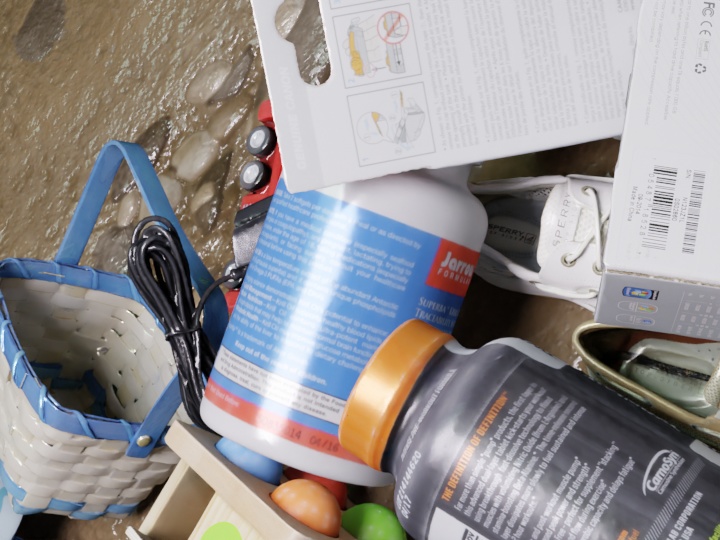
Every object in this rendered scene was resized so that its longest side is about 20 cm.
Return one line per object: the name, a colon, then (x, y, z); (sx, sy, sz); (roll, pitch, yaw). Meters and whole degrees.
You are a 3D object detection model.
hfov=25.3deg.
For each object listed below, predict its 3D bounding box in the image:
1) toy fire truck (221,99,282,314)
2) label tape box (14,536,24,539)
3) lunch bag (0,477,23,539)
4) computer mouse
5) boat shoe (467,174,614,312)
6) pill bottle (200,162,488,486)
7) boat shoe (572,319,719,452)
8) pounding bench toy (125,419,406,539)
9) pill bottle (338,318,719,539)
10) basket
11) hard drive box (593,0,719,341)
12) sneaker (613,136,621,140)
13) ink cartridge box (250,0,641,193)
toy fire truck: (-0.008, -0.064, 0.984); (0.141, 0.049, 0.200); (-8, 65, 40)
label tape box: (-0.205, 0.253, 1.000); (0.200, 0.066, 0.144); (12, 78, 44)
lunch bag: (-0.288, 0.143, 1.086); (0.161, 0.082, 0.200); (-49, 27, 18)
computer mouse: (-0.020, 0.014, 0.899); (0.046, 0.200, 0.141); (8, 115, 65)
boat shoe: (0.117, -0.015, 0.830); (0.200, 0.069, 0.071); (5, 74, 44)
pill bottle: (0.000, 0.000, 0.824); (0.112, 0.112, 0.200); (22, 94, 46)
boat shoe: (0.183, 0.058, 0.729); (0.200, 0.076, 0.072); (6, 72, 42)
pounding bench toy: (-0.035, 0.189, 0.832); (0.200, 0.124, 0.156); (34, 94, 46)
pill bottle: (0.089, 0.099, 0.720); (0.200, 0.106, 0.106); (31, 92, 18)
basket: (-0.159, 0.042, 0.997); (0.200, 0.139, 0.176); (-60, 42, 31)
hard drive box: (0.210, -0.044, 0.683); (0.200, 0.077, 0.156); (9, 72, 9)
sneaker: (0.153, -0.091, 0.836); (0.200, 0.076, 0.092); (-22, 62, 36)
ink cartridge box: (0.048, -0.134, 0.765); (0.200, 0.057, 0.163); (-11, 97, -2)
